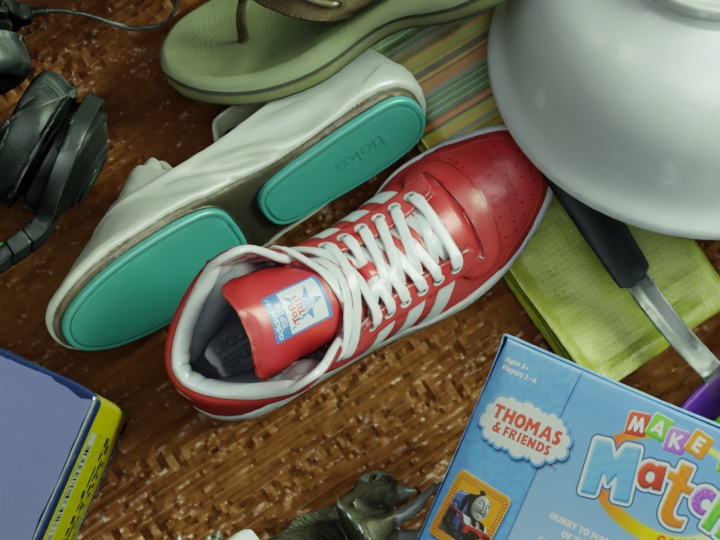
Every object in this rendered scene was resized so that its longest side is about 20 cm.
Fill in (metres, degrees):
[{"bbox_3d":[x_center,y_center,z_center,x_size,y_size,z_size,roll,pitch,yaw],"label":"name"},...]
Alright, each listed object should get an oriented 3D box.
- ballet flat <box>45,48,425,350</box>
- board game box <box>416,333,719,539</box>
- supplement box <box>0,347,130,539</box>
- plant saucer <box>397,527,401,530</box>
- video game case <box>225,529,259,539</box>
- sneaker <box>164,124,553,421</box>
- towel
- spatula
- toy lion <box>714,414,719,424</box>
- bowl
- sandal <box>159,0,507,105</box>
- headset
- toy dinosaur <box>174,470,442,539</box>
[{"bbox_3d":[-0.063,-0.037,1.112,0.199,0.069,0.070,-34,87,-4],"label":"ballet flat"},{"bbox_3d":[0.085,0.145,1.020,0.151,0.037,0.201,23,89,36],"label":"board game box"},{"bbox_3d":[-0.171,0.084,1.025,0.108,0.200,0.110,24,85,1],"label":"supplement box"},{"bbox_3d":[-0.033,0.206,1.110,0.070,0.019,0.200,42,84,2],"label":"plant saucer"},{"bbox_3d":[-0.071,0.232,1.050,0.199,0.023,0.183,-34,87,30],"label":"video game case"},{"bbox_3d":[0.000,0.000,1.074,0.199,0.112,0.071,-35,83,1],"label":"sneaker"},{"bbox_3d":[0.084,-0.047,1.137,0.086,0.018,0.201,-33,87,-4],"label":"towel"},{"bbox_3d":[0.135,0.017,1.108,0.056,0.021,0.201,-38,99,-11],"label":"spatula"},{"bbox_3d":[0.227,0.038,1.031,0.069,0.191,0.201,38,44,-30],"label":"toy lion"},{"bbox_3d":[0.155,-0.119,1.067,0.199,0.091,0.202,-1,56,2],"label":"bowl"},{"bbox_3d":[-0.005,-0.135,1.086,0.200,0.080,0.057,-20,129,24],"label":"sandal"},{"bbox_3d":[-0.159,-0.082,1.094,0.200,0.094,0.124,-41,88,-15],"label":"headset"},{"bbox_3d":[-0.039,0.171,1.068,0.102,0.077,0.201,15,78,17],"label":"toy dinosaur"}]
